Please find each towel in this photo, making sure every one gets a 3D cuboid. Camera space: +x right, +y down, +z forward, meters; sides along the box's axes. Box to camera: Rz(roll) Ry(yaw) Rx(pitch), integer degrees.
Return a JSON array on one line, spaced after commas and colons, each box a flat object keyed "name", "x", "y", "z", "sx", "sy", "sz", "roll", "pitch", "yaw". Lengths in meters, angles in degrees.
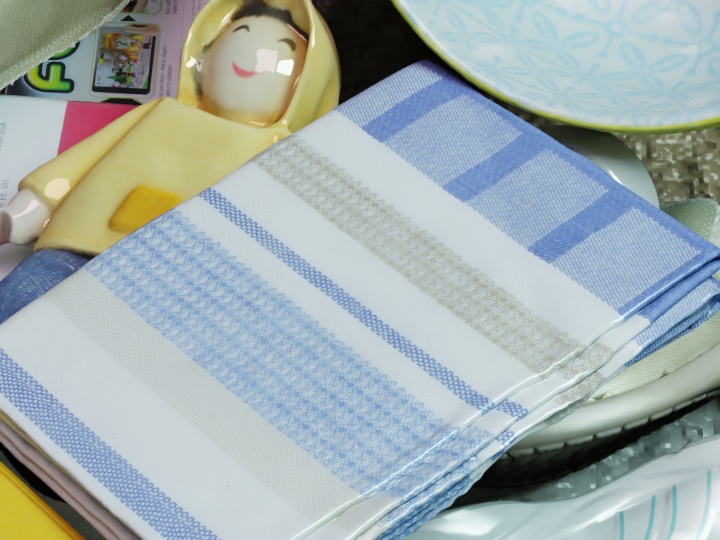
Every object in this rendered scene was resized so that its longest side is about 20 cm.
[{"name": "towel", "x": -0.006, "y": 0.019, "z": 0.858, "sx": 0.200, "sy": 0.024, "sz": 0.147, "roll": -34, "pitch": 52, "yaw": -26}]

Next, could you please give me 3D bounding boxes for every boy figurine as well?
[{"name": "boy figurine", "x": -0.060, "y": -0.016, "z": 0.941, "sx": 0.124, "sy": 0.064, "sz": 0.200, "roll": 19, "pitch": 57, "yaw": 33}]

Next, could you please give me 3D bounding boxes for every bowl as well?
[{"name": "bowl", "x": 0.105, "y": -0.137, "z": 0.956, "sx": 0.200, "sy": 0.108, "sz": 0.201, "roll": -2, "pitch": 85, "yaw": 17}]

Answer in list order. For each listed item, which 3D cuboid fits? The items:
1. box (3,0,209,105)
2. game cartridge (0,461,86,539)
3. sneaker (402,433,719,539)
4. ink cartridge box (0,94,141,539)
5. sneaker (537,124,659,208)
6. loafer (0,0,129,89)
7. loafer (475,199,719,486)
[{"name": "box", "x": -0.078, "y": -0.110, "z": 1.130, "sx": 0.110, "sy": 0.035, "sz": 0.200, "roll": 2, "pitch": 55, "yaw": 0}, {"name": "game cartridge", "x": -0.101, "y": 0.139, "z": 0.873, "sx": 0.200, "sy": 0.176, "sz": 0.032, "roll": 38, "pitch": 48, "yaw": 21}, {"name": "sneaker", "x": 0.094, "y": 0.105, "z": 0.975, "sx": 0.200, "sy": 0.070, "sz": 0.080, "roll": -16, "pitch": 75, "yaw": -12}, {"name": "ink cartridge box", "x": -0.163, "y": 0.015, "z": 1.012, "sx": 0.200, "sy": 0.083, "sz": 0.145, "roll": 4, "pitch": 55, "yaw": 3}, {"name": "sneaker", "x": 0.000, "y": 0.000, "z": 0.972, "sx": 0.085, "sy": 0.200, "sz": 0.073, "roll": -42, "pitch": 108, "yaw": -41}, {"name": "loafer", "x": -0.159, "y": -0.069, "z": 0.980, "sx": 0.200, "sy": 0.076, "sz": 0.068, "roll": -25, "pitch": 56, "yaw": -9}, {"name": "loafer", "x": 0.104, "y": 0.016, "z": 1.008, "sx": 0.200, "sy": 0.076, "sz": 0.068, "roll": -21, "pitch": 80, "yaw": -26}]
